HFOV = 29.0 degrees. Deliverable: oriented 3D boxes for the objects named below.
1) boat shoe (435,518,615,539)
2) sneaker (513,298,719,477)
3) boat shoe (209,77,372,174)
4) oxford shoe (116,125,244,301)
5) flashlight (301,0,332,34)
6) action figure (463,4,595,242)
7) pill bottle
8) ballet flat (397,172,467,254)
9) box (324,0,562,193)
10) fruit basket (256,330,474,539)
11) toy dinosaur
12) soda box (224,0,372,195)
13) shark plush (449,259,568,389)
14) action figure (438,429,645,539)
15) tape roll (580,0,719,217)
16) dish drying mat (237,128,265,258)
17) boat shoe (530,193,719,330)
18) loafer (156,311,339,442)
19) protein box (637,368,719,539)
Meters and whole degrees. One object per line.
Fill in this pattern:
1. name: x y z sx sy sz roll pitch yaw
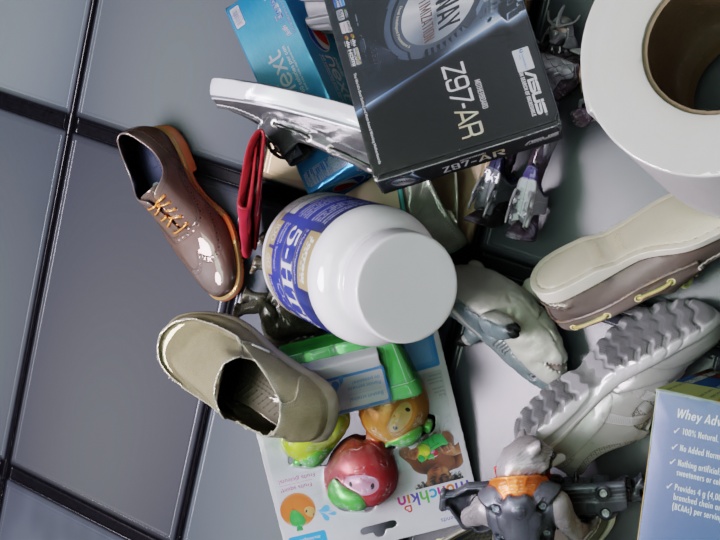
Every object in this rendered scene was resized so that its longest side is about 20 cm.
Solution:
1. boat shoe: 0.131 0.244 1.228 0.201 0.060 0.072 -29 78 29
2. sneaker: 0.226 0.100 1.172 0.200 0.075 0.082 -39 111 20
3. boat shoe: -0.050 -0.123 1.235 0.199 0.070 0.067 16 97 19
4. oxford shoe: -0.185 -0.055 1.389 0.071 0.073 0.200 -38 74 26
5. flashlight: 0.046 -0.253 1.250 0.199 0.068 0.068 -2 54 28
6. action figure: 0.150 -0.128 1.193 0.130 0.069 0.201 21 100 33
7. pill bottle: 0.000 0.000 1.190 0.200 0.119 0.120 -161 75 -67
8. ballet flat: 0.050 -0.107 1.263 0.063 0.067 0.201 -16 83 2
9. box: 0.064 -0.182 1.157 0.160 0.044 0.201 -16 77 6
10. fruit basket: 0.000 0.153 1.252 0.184 0.094 0.201 -13 92 0
11. toy dinosaur: -0.060 0.020 1.331 0.102 0.077 0.201 21 94 0
12. soda box: -0.048 -0.172 1.305 0.064 0.068 0.201 -29 78 27
13. shark plush: 0.094 0.043 1.239 0.199 0.091 0.084 15 131 24
14. action figure: 0.165 0.224 1.137 0.199 0.105 0.194 -13 94 12
15. tape roll: 0.282 -0.150 1.047 0.202 0.139 0.204 -7 76 28
16. dish drying mat: -0.098 -0.067 1.276 0.018 0.200 0.077 7 79 -2
17. boat shoe: 0.242 -0.010 1.148 0.199 0.072 0.060 -25 124 15
18. loafer: -0.108 0.088 1.199 0.200 0.068 0.076 22 101 33
19. protein box: 0.327 0.197 1.066 0.198 0.135 0.201 10 98 30
